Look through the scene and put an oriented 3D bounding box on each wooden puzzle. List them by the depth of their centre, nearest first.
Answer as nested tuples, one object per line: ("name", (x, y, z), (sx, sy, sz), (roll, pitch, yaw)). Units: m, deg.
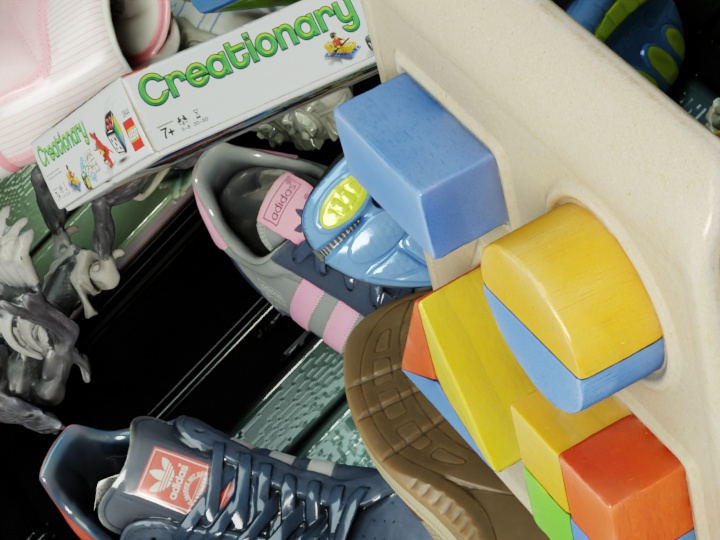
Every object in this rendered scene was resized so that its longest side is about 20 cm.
("wooden puzzle", (0.049, 0.013, 0.689), (0.046, 0.200, 0.185), (-24, 41, -17))

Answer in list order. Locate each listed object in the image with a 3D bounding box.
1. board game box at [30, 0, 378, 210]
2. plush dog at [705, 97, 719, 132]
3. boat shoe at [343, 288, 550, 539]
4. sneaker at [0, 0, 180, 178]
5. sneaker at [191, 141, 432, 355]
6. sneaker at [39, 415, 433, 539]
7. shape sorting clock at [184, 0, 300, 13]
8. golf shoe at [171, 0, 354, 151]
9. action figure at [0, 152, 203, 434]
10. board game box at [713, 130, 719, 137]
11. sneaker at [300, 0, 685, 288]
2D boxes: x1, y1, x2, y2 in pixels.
("board game box", (-0.022, -0.085, 0.923), (0.200, 0.035, 0.126), (-26, 2, -24))
("plush dog", (0.139, -0.003, 0.760), (0.172, 0.200, 0.160), (-28, 8, 10))
("boat shoe", (0.054, 0.085, 0.816), (0.072, 0.072, 0.200), (-27, 44, -12))
("sneaker", (-0.129, -0.120, 1.057), (0.105, 0.075, 0.200), (-26, 30, 14))
("sneaker", (0.000, 0.000, 0.931), (0.200, 0.082, 0.070), (21, 74, 50))
("sneaker", (-0.047, 0.094, 0.895), (0.200, 0.085, 0.075), (-1, 58, 43))
("shape sorting clock", (0.017, -0.149, 0.983), (0.200, 0.200, 0.039), (-16, 87, 34))
("golf shoe", (-0.055, -0.121, 1.096), (0.097, 0.078, 0.200), (-50, 39, -12))
("action figure", (-0.155, -0.003, 1.068), (0.119, 0.102, 0.200), (17, 67, 47))
("board game box", (0.157, 0.048, 0.662), (0.102, 0.200, 0.048), (-19, 7, 32))
("sneaker", (0.049, -0.052, 0.913), (0.200, 0.071, 0.083), (-41, 15, -35))
